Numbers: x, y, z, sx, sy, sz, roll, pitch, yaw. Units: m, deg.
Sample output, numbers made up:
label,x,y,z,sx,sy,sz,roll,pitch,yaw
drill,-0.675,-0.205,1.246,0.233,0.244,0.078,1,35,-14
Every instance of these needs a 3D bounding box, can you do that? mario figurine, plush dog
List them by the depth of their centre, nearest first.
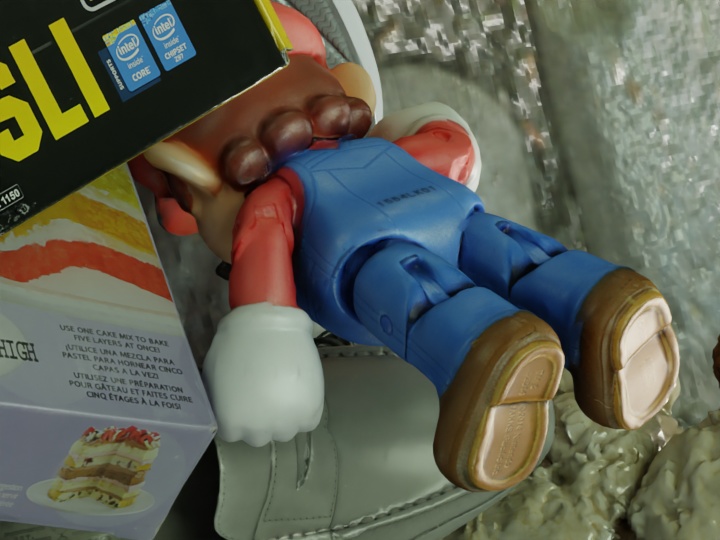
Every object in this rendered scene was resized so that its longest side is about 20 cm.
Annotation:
label,x,y,z,sx,sy,sz,roll,pitch,yaw
mario figurine,0.000,0.000,0.863,0.123,0.200,0.106,23,102,-50
plush dog,0.099,0.097,0.921,0.160,0.171,0.201,-7,83,-54

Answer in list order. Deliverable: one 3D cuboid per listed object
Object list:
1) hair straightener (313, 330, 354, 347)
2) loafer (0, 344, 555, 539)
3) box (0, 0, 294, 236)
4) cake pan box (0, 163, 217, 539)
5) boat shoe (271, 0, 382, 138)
label,x,y,z,sx,sy,sz,roll,pitch,yaw
hair straightener,-0.020,0.073,0.955,0.077,0.041,0.201,17,64,-50
loafer,-0.036,0.061,0.872,0.199,0.070,0.070,-16,75,-9
box,-0.128,-0.080,0.739,0.200,0.049,0.160,-33,101,-40
cake pan box,-0.154,-0.018,0.811,0.199,0.052,0.185,10,38,-31
boat shoe,-0.060,-0.116,0.939,0.200,0.073,0.067,52,18,-16
